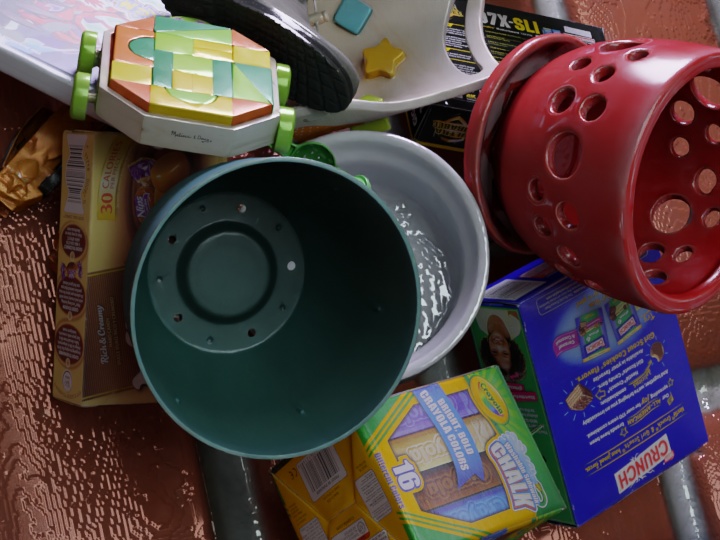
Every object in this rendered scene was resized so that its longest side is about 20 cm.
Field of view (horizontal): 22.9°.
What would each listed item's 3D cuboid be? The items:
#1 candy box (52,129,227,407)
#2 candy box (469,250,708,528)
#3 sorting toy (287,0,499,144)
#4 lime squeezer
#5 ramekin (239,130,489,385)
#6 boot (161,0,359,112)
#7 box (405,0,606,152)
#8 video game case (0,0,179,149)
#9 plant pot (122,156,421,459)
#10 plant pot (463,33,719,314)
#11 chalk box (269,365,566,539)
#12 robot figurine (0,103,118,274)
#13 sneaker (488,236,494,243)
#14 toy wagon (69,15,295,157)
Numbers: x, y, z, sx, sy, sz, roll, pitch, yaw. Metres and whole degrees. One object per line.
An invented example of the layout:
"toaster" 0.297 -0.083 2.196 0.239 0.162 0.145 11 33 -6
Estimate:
"candy box" -0.164 -0.002 1.326 0.116 0.056 0.202 1 94 -35
"candy box" 0.190 0.086 1.481 0.168 0.077 0.201 -26 106 -33
"sorting toy" 0.021 -0.182 1.438 0.179 0.107 0.201 -10 54 3
"lime squeezer" -0.023 -0.069 1.321 0.200 0.071 0.038 40 87 18
"ramekin" 0.000 0.000 1.394 0.199 0.098 0.202 0 76 1
"boot" -0.049 -0.214 1.370 0.200 0.068 0.130 36 56 22
"box" 0.132 -0.162 1.536 0.198 0.050 0.160 8 42 -19
"video game case" -0.200 -0.179 1.350 0.199 0.023 0.182 27 34 4
"plant pot" -0.076 0.013 1.241 0.199 0.161 0.202 -3 100 -17
"plant pot" 0.194 -0.082 1.373 0.200 0.182 0.202 -15 112 -42
"chalk box" 0.058 0.160 1.330 0.199 0.124 0.124 -11 69 -40
"robot figurine" -0.198 -0.097 1.384 0.145 0.058 0.200 43 60 -9
"sneaker" 0.175 -0.045 1.545 0.199 0.081 0.075 -10 74 -30
"toy wagon" -0.126 -0.142 1.272 0.154 0.040 0.201 9 32 -10
